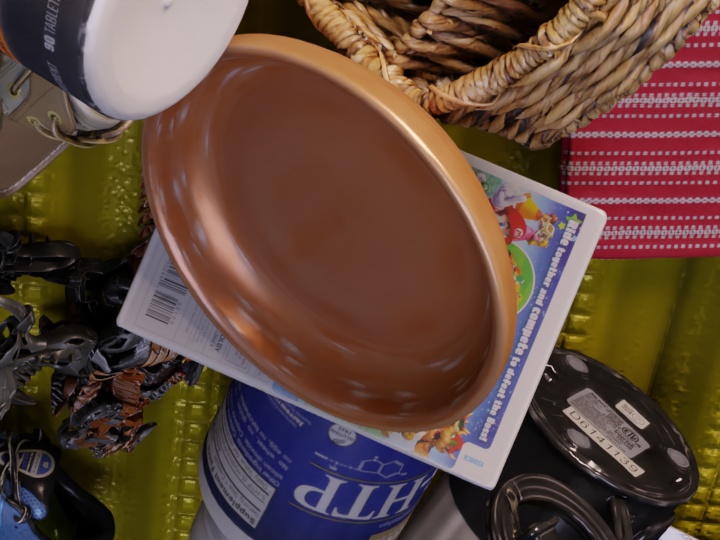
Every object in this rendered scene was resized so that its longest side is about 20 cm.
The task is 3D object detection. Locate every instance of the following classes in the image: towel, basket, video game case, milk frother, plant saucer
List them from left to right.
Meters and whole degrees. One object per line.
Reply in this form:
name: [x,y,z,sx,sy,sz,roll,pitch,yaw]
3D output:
plant saucer: [-0.011,-0.019,0.950,0.199,0.037,0.201,26,139,25]
video game case: [0.000,0.000,1.032,0.199,0.018,0.144,23,89,6]
milk frother: [0.073,0.166,1.127,0.199,0.181,0.189,3,130,-47]
basket: [0.062,-0.156,0.889,0.148,0.143,0.200,16,132,-33]
towel: [0.170,-0.084,1.050,0.143,0.023,0.201,-1,134,-1]

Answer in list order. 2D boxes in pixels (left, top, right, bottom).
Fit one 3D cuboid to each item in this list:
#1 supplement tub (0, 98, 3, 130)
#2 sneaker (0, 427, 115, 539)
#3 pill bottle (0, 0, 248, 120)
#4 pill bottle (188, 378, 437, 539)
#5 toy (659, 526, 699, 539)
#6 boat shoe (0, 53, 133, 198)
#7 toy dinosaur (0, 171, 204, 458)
supplement tub: [-0.273,-0.049,0.965,0.200,0.145,0.144,-36,123,17]
sneaker: [-0.211,0.105,1.181,0.089,0.079,0.200,-20,138,33]
pill bottle: [-0.148,-0.151,0.892,0.199,0.106,0.107,31,137,25]
pill bottle: [-0.020,0.093,1.144,0.119,0.120,0.201,16,131,-13]
toy: [0.162,0.188,1.266,0.199,0.047,0.116,28,115,0]
boat shoe: [-0.133,-0.094,1.000,0.074,0.067,0.200,-1,143,-45]
toy dinosaur: [-0.136,0.022,1.121,0.135,0.102,0.201,2,116,-23]
